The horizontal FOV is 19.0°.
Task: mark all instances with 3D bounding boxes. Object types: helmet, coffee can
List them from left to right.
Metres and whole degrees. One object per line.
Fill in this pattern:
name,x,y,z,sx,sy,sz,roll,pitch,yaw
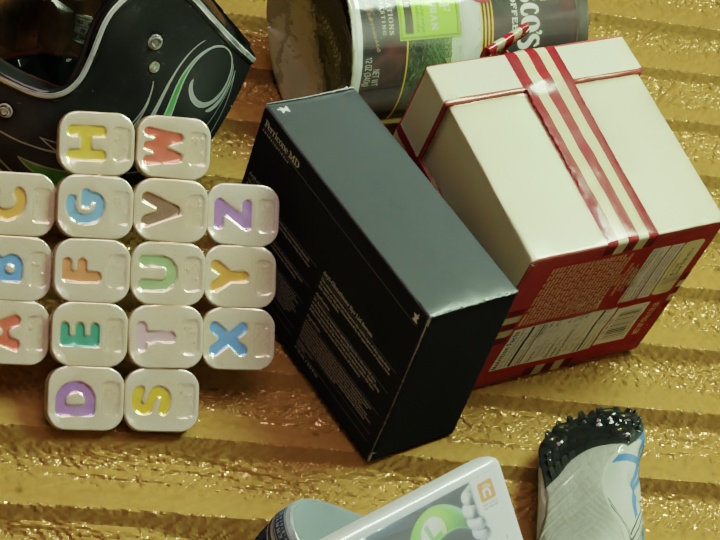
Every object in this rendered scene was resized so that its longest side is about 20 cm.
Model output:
helmet,-0.187,-0.135,1.444,0.191,0.200,0.200,-41,61,5
coffee can,0.049,-0.184,1.611,0.199,0.147,0.147,-9,50,-26

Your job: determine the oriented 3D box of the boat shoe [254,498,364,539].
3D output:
boat shoe,0.004,0.197,1.276,0.200,0.091,0.071,26,36,-35

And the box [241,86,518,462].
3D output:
box,0.000,0.000,1.412,0.079,0.142,0.200,-17,54,-32

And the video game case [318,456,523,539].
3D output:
video game case,0.029,0.225,1.204,0.199,0.023,0.183,-23,98,-36

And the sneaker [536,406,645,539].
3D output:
sneaker,0.149,0.154,1.378,0.071,0.073,0.200,-5,28,14

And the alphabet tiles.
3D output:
alphabet tiles,-0.146,0.001,1.358,0.194,0.015,0.201,3,87,-17

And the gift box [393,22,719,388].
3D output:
gift box,0.124,-0.046,1.484,0.199,0.185,0.187,-10,59,-32
